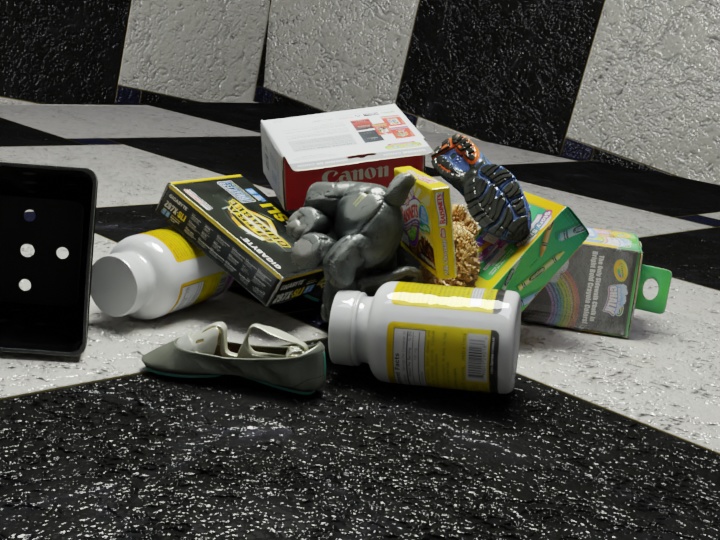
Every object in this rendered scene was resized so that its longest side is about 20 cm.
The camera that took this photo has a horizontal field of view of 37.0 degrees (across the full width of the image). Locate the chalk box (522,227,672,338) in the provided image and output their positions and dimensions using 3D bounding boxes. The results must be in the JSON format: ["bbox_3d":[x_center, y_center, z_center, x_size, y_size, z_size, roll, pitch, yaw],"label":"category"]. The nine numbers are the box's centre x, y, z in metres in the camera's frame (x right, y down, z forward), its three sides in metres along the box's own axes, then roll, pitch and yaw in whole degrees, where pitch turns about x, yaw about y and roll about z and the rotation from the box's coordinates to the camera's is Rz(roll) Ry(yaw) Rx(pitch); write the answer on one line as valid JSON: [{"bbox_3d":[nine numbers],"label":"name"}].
[{"bbox_3d":[0.323,0.012,1.486,0.199,0.125,0.124,9,14,9],"label":"chalk box"}]

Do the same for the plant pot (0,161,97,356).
[{"bbox_3d":[-0.391,-0.020,1.212,0.199,0.201,0.177,4,3,-6],"label":"plant pot"}]

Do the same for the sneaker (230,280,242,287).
[{"bbox_3d":[-0.117,-0.012,1.516,0.075,0.071,0.200,19,20,26],"label":"sneaker"}]

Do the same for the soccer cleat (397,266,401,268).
[{"bbox_3d":[0.000,0.000,1.432,0.081,0.068,0.200,-32,43,-11],"label":"soccer cleat"}]

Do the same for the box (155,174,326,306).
[{"bbox_3d":[-0.136,-0.043,1.364,0.200,0.049,0.159,39,22,18],"label":"box"}]

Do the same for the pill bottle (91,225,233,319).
[{"bbox_3d":[-0.245,0.001,1.335,0.104,0.105,0.200,12,15,23],"label":"pill bottle"}]

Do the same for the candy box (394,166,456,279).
[{"bbox_3d":[0.074,-0.060,1.257,0.026,0.103,0.200,-5,12,-9],"label":"candy box"}]

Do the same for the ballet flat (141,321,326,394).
[{"bbox_3d":[-0.132,0.084,1.132,0.199,0.064,0.067,8,14,8],"label":"ballet flat"}]

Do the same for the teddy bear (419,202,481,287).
[{"bbox_3d":[0.100,0.009,1.298,0.067,0.201,0.145,21,-28,-21],"label":"teddy bear"}]

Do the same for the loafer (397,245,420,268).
[{"bbox_3d":[0.044,-0.008,1.584,0.199,0.073,0.071,-5,5,-42],"label":"loafer"}]

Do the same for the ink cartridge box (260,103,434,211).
[{"bbox_3d":[-0.019,-0.146,1.453,0.199,0.084,0.176,-9,31,-14],"label":"ink cartridge box"}]

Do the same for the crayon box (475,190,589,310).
[{"bbox_3d":[0.181,-0.005,1.370,0.058,0.200,0.119,46,-6,-28],"label":"crayon box"}]

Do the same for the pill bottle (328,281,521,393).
[{"bbox_3d":[0.070,0.069,1.164,0.199,0.112,0.111,5,13,12],"label":"pill bottle"}]

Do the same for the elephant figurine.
[{"bbox_3d":[0.006,-0.019,1.278,0.154,0.142,0.200,13,-19,30],"label":"elephant figurine"}]

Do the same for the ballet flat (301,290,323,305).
[{"bbox_3d":[-0.073,-0.035,1.486,0.068,0.068,0.201,8,39,-18],"label":"ballet flat"}]

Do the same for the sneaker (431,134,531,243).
[{"bbox_3d":[0.168,-0.101,1.383,0.078,0.075,0.200,36,17,-42],"label":"sneaker"}]
